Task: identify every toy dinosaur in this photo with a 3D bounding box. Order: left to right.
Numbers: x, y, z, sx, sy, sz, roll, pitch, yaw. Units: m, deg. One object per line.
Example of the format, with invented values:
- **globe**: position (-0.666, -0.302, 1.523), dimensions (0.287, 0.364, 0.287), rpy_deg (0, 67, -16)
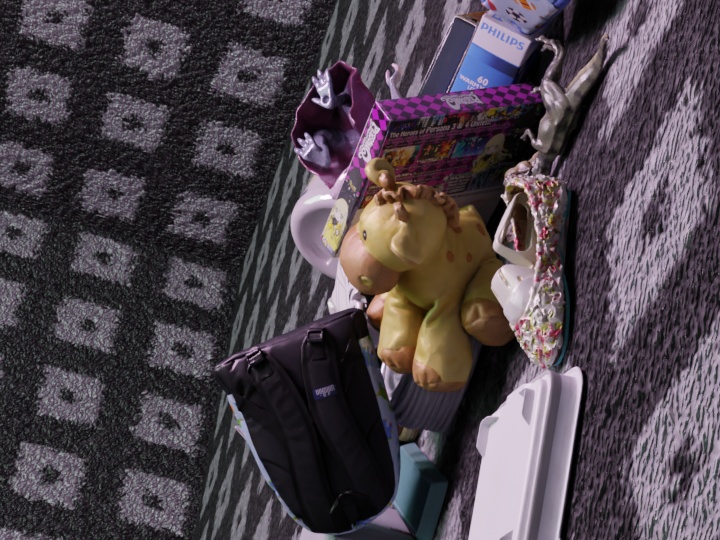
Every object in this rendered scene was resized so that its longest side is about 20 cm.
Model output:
- **toy dinosaur**: position (0.182, -0.161, 1.493), dimensions (0.200, 0.047, 0.088), rpy_deg (114, 153, -42)

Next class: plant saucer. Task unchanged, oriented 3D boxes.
- **plant saucer**: position (0.056, 0.230, 1.695), dimensions (0.200, 0.019, 0.070), rpy_deg (-148, 73, -80)

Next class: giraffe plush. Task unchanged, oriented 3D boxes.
- **giraffe plush**: position (0.054, -0.010, 1.499), dimensions (0.172, 0.162, 0.200), rpy_deg (31, 88, 47)

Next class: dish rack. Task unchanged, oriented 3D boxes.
- **dish rack**: position (0.121, 0.181, 1.305), dimensions (0.172, 0.043, 0.201), rpy_deg (125, 160, -67)

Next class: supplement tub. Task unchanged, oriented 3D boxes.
- **supplement tub**: position (0.014, -0.096, 1.996), dimensions (0.200, 0.145, 0.145), rpy_deg (-61, -2, -42)

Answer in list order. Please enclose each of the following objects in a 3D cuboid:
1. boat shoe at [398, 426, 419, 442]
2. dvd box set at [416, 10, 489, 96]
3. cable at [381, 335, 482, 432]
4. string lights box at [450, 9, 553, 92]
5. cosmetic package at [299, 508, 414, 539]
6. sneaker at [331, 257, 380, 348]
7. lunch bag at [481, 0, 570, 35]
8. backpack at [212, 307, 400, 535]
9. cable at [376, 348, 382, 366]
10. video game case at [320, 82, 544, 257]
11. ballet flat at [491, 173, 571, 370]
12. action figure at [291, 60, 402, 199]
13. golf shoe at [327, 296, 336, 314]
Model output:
- **boat shoe**: position (0.018, 0.171, 1.861), dimensions (0.200, 0.067, 0.072), rpy_deg (127, 156, -67)
- **dvd box set**: position (0.109, -0.213, 1.788), dimensions (0.147, 0.029, 0.200), rpy_deg (-65, -11, 18)
- **cable**: position (0.079, 0.067, 1.668), dimensions (0.200, 0.069, 0.201), rpy_deg (125, 160, -64)
- **string lights box**: position (0.133, -0.191, 1.695), dimensions (0.103, 0.059, 0.200), rpy_deg (-52, -12, -49)
- **cosmetic package**: position (-0.002, 0.292, 1.686), dimensions (0.200, 0.101, 0.074), rpy_deg (-136, 62, -78)
- **sneaker**: position (0.000, 0.000, 1.702), dimensions (0.081, 0.075, 0.201), rpy_deg (-47, 33, 45)
- **lunch bag**: position (0.192, -0.310, 1.518), dimensions (0.160, 0.075, 0.200), rpy_deg (-55, 7, -10)
- **backpack**: position (-0.033, 0.158, 1.601), dimensions (0.154, 0.163, 0.201), rpy_deg (55, -169, -82)
- **cable**: position (0.048, 0.015, 1.812), dimensions (0.201, 0.051, 0.163), rpy_deg (-71, -19, 0)
- **video game case**: position (0.072, -0.100, 1.626), dimensions (0.036, 0.199, 0.182), rpy_deg (54, 139, 32)
- **ballet flat**: position (0.144, -0.002, 1.401), dimensions (0.076, 0.064, 0.200), rpy_deg (117, 165, -48)
- **action figure**: position (0.015, -0.143, 1.741), dimensions (0.134, 0.200, 0.149), rpy_deg (-47, 59, 12)
- **golf shoe**: position (0.009, 0.044, 2.050), dimensions (0.078, 0.094, 0.200), rpy_deg (-83, 14, -48)
